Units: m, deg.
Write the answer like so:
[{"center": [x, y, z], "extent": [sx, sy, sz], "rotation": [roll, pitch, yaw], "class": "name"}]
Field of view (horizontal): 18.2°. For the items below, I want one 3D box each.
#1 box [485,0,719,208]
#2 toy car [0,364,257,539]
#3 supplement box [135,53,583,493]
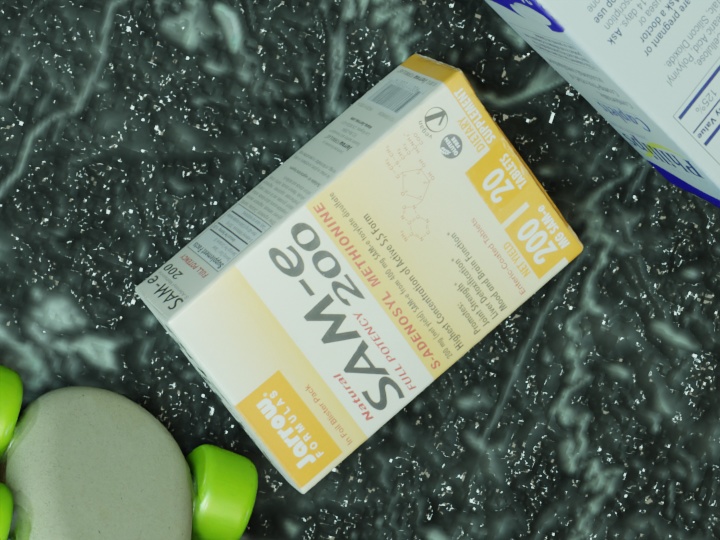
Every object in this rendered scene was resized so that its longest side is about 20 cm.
[{"center": [0.182, -0.162, 1.188], "extent": [0.200, 0.105, 0.184], "rotation": [42, 86, -24], "class": "box"}, {"center": [-0.167, 0.172, 1.145], "extent": [0.163, 0.158, 0.201], "rotation": [22, 123, -20], "class": "toy car"}, {"center": [0.000, 0.000, 1.174], "extent": [0.200, 0.073, 0.126], "rotation": [-41, 113, -7], "class": "supplement box"}]
